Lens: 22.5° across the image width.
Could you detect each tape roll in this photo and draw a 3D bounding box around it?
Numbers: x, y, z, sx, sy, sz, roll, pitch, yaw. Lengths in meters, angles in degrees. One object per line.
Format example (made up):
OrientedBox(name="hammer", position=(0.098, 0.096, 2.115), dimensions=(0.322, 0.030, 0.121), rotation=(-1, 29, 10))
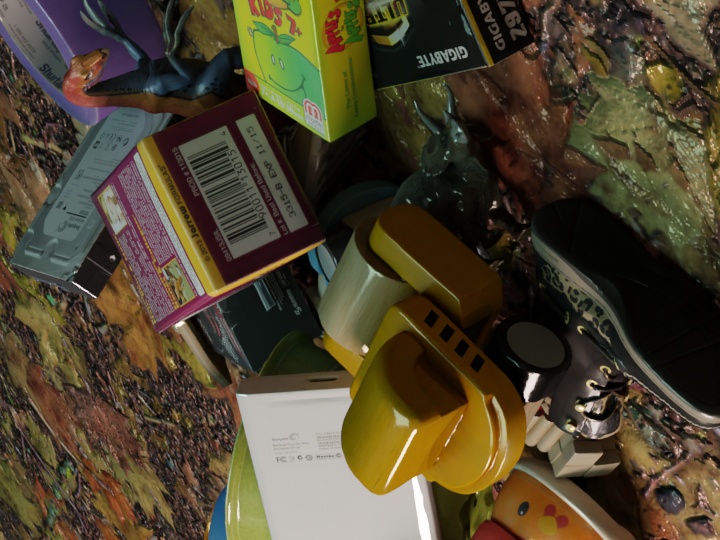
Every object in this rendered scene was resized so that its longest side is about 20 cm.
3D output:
OrientedBox(name="tape roll", position=(-0.266, -0.235, 1.629), dimensions=(0.200, 0.085, 0.200), rotation=(45, 162, 19))

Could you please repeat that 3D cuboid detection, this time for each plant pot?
OrientedBox(name="plant pot", position=(0.014, 0.166, 1.497), dimensions=(0.190, 0.200, 0.200), rotation=(12, 135, 16))

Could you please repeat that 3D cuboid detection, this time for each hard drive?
OrientedBox(name="hard drive", position=(-0.235, -0.075, 1.670), dimensions=(0.038, 0.200, 0.140), rotation=(37, 167, -33))
OrientedBox(name="hard drive", position=(-0.011, 0.167, 1.391), dimensions=(0.132, 0.026, 0.200), rotation=(-4, 121, 12))

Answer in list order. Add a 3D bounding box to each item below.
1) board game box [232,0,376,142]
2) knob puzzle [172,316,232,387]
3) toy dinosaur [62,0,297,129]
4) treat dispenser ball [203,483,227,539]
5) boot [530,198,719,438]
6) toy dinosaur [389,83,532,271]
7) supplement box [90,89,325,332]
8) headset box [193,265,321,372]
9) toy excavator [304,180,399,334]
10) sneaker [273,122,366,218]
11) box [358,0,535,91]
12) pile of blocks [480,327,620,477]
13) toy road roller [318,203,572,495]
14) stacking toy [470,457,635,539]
OrientedBox(name="board game box", position=(-0.046, -0.200, 1.277), dimensions=(0.102, 0.048, 0.200), rotation=(36, 146, 39))
OrientedBox(name="knob puzzle", position=(-0.181, 0.028, 1.755), dimensions=(0.220, 0.030, 0.220), rotation=(-26, -90, -88))
OrientedBox(name="toy dinosaur", position=(-0.143, -0.150, 1.446), dimensions=(0.200, 0.181, 0.105), rotation=(59, 153, -4))
OrientedBox(name="treat dispenser ball", position=(-0.047, 0.261, 1.685), dimensions=(0.201, 0.201, 0.201), rotation=(40, 148, 32))
OrientedBox(name="boot", position=(0.180, 0.062, 1.243), dimensions=(0.200, 0.073, 0.151), rotation=(46, 150, 30))
OrientedBox(name="toy dinosaur", position=(0.061, -0.040, 1.325), dimensions=(0.102, 0.077, 0.200), rotation=(53, 138, 18))
OrientedBox(name="supplement box", position=(-0.123, -0.042, 1.417), dimensions=(0.131, 0.103, 0.200), rotation=(64, 158, 0))
OrientedBox(name="headset box", position=(-0.115, 0.003, 1.625), dimensions=(0.149, 0.075, 0.200), rotation=(64, 167, -11))
OrientedBox(name="toy excavator", position=(0.000, 0.000, 1.482), dimensions=(0.200, 0.100, 0.195), rotation=(44, 154, 54))
OrientedBox(name="sneaker", position=(-0.053, -0.087, 1.459), dimensions=(0.082, 0.075, 0.200), rotation=(33, 148, 9))
OrientedBox(name="box", position=(0.019, -0.210, 1.262), dimensions=(0.200, 0.049, 0.160), rotation=(-1, 115, 60))
OrientedBox(name="pile of blocks", position=(0.116, 0.080, 1.356), dimensions=(0.200, 0.082, 0.062), rotation=(31, 147, 1))
OrientedBox(name="toy road roller", position=(0.033, 0.065, 1.238), dimensions=(0.200, 0.146, 0.123), rotation=(44, 132, 22))
OrientedBox(name="stacking toy", position=(0.113, 0.257, 1.395), dimensions=(0.146, 0.200, 0.146), rotation=(43, 168, 11))
